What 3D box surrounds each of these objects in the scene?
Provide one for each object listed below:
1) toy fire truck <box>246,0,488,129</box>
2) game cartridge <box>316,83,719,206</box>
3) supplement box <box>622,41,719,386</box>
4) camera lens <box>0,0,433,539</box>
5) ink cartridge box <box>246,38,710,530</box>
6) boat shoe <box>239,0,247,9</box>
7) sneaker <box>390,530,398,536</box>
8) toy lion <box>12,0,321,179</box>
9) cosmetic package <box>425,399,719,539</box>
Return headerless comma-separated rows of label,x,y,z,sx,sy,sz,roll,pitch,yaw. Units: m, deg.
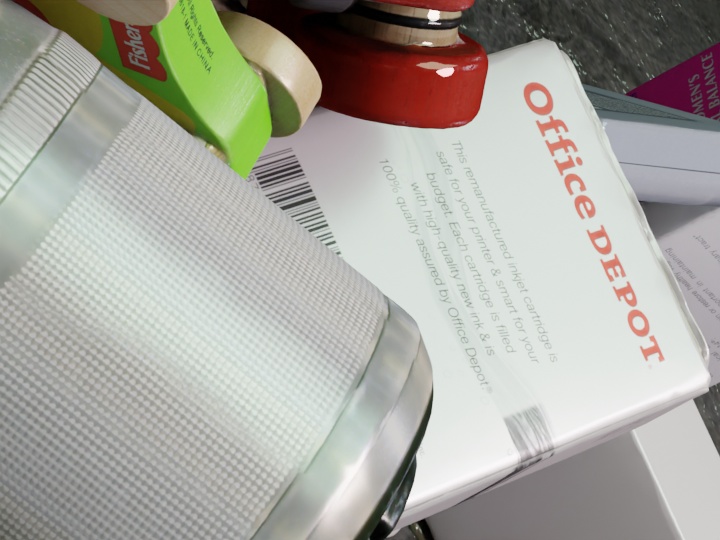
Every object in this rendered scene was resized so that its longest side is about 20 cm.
toy fire truck,-0.041,-0.126,0.904,0.168,0.112,0.200,5,18,-14
game cartridge,0.066,-0.064,1.139,0.133,0.200,0.042,-1,104,-38
supplement box,0.144,-0.016,1.214,0.103,0.200,0.101,40,33,-36
camera lens,-0.092,0.028,0.739,0.200,0.160,0.160,39,30,-9
ink cartridge box,0.005,0.017,0.953,0.200,0.084,0.146,-18,80,-32
boat shoe,-0.031,-0.196,1.214,0.073,0.074,0.200,49,27,-26
sneaker,0.000,0.000,1.061,0.080,0.088,0.200,6,59,-59
toy lion,-0.114,-0.093,0.815,0.069,0.191,0.200,-60,162,-24
cosmetic package,0.081,0.072,1.119,0.085,0.108,0.200,-6,69,-63
